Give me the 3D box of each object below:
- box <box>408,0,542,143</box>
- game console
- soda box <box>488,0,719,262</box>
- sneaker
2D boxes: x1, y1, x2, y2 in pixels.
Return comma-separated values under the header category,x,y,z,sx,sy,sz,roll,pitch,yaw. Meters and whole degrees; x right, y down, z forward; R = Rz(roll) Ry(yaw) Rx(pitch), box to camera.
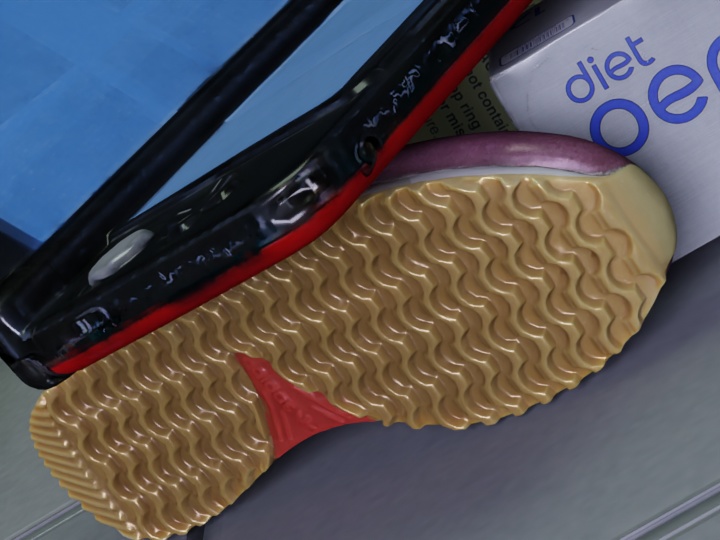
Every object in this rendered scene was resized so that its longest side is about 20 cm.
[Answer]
category,x,y,z,sx,sy,sz,roll,pitch,yaw
box,0.065,-0.104,0.813,0.199,0.097,0.176,-27,15,20
game console,-0.047,-0.078,0.633,0.172,0.119,0.200,-28,17,46
soda box,0.133,-0.077,0.630,0.199,0.068,0.063,-30,12,10
sneaker,0.000,0.000,0.647,0.199,0.075,0.090,-22,23,35
